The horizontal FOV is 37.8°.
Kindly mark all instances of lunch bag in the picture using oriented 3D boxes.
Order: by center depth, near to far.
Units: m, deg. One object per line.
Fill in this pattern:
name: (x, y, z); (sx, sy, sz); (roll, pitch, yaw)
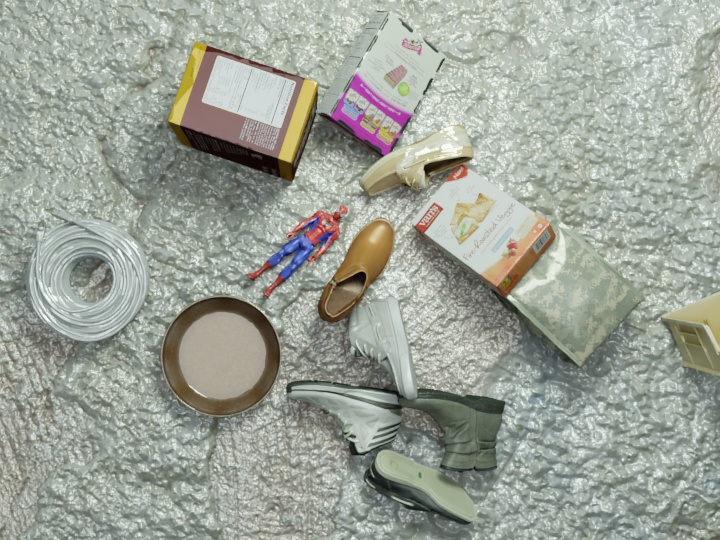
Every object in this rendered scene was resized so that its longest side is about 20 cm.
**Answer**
lunch bag: (0.333, 0.034, 1.740); (0.200, 0.118, 0.164); (44, 88, -5)

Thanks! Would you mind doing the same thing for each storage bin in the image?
storage bin: (0.628, 0.085, 1.711); (0.200, 0.199, 0.094); (-22, 93, -3)

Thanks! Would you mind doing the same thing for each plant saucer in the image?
plant saucer: (-0.230, 0.141, 1.750); (0.200, 0.037, 0.201); (0, 88, -2)

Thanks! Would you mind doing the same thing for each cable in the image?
cable: (-0.447, 0.015, 1.730); (0.199, 0.069, 0.201); (17, 88, -3)

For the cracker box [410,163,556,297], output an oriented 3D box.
cracker box: (0.199, -0.068, 1.721); (0.200, 0.058, 0.134); (38, 86, 32)

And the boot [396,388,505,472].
boot: (0.147, 0.266, 1.728); (0.199, 0.068, 0.131); (11, 86, -20)

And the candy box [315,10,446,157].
candy box: (0.034, -0.308, 1.740); (0.136, 0.061, 0.200); (33, 87, -32)

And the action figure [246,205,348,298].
action figure: (-0.097, -0.039, 1.759); (0.200, 0.052, 0.065); (-43, 86, -6)

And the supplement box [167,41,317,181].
supplement box: (-0.182, -0.248, 1.686); (0.199, 0.197, 0.133); (19, 86, -1)

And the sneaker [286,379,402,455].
sneaker: (-0.029, 0.245, 1.735); (0.200, 0.076, 0.116); (9, 86, -5)

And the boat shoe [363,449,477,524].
boat shoe: (0.101, 0.369, 1.751); (0.200, 0.072, 0.068); (28, 123, -8)

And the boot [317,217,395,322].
boot: (0.000, 0.000, 1.706); (0.074, 0.155, 0.200); (30, 87, -1)

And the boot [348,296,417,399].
boot: (0.032, 0.134, 1.712); (0.095, 0.074, 0.200); (-15, 46, 4)

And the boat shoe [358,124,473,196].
boat shoe: (0.094, -0.169, 1.742); (0.200, 0.074, 0.069); (-28, 71, 11)
